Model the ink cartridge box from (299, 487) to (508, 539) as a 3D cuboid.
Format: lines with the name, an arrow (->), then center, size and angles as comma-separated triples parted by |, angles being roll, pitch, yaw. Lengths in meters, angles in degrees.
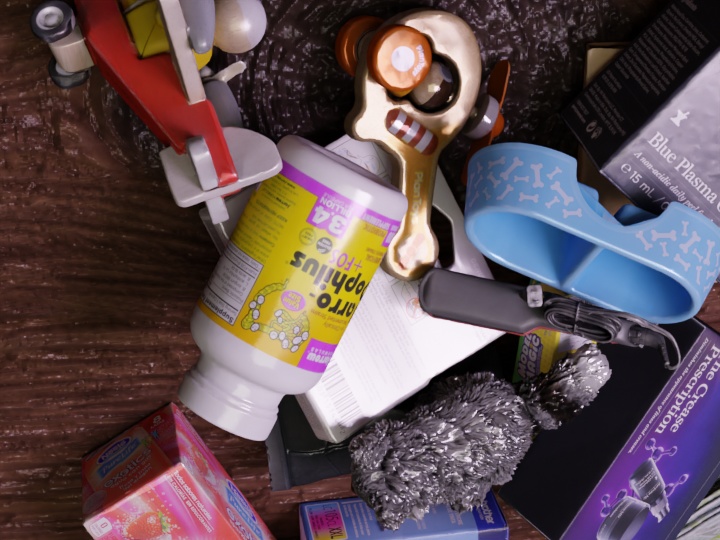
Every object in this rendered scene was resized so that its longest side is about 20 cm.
ink cartridge box -> 0.051, 0.259, 1.506 | 0.198, 0.076, 0.138 | -6, 116, -9

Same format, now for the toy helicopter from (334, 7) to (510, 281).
toy helicopter -> 0.050, -0.092, 1.325 | 0.131, 0.079, 0.202 | -1, 103, -23

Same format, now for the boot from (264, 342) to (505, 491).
boot -> 0.017, 0.089, 1.423 | 0.198, 0.066, 0.166 | -8, 122, -4

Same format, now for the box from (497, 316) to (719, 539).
box -> 0.221, 0.130, 1.399 | 0.141, 0.079, 0.201 | 27, 99, -48

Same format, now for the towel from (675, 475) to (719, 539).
towel -> 0.318, 0.229, 1.506 | 0.170, 0.049, 0.199 | -33, 138, 26

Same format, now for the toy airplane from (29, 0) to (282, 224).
toy airplane -> -0.115, -0.136, 1.225 | 0.141, 0.200, 0.200 | -39, 113, -14

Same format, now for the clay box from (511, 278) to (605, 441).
clay box -> 0.175, 0.086, 1.421 | 0.114, 0.048, 0.202 | -13, 125, -32

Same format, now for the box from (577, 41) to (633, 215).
box -> 0.248, -0.083, 1.407 | 0.161, 0.021, 0.202 | -3, 116, -8

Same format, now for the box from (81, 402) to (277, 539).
box -> -0.132, 0.222, 1.442 | 0.094, 0.103, 0.201 | -31, 115, 5

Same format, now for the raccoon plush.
raccoon plush -> 0.075, 0.110, 1.319 | 0.200, 0.134, 0.097 | -47, 73, 22

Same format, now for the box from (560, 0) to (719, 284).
box -> 0.292, -0.106, 1.325 | 0.196, 0.118, 0.200 | 39, 104, -23

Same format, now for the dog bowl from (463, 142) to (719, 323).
dog bowl -> 0.162, -0.022, 1.273 | 0.198, 0.112, 0.050 | 23, 66, -4

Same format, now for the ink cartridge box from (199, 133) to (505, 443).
ink cartridge box -> 0.000, 0.000, 1.360 | 0.175, 0.045, 0.201 | -30, 100, -17

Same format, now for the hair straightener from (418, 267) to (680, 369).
hair straightener -> 0.135, 0.037, 1.297 | 0.198, 0.077, 0.041 | 17, 86, 15

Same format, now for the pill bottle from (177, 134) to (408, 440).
pill bottle -> -0.053, 0.014, 1.261 | 0.103, 0.104, 0.201 | 25, 97, -20
